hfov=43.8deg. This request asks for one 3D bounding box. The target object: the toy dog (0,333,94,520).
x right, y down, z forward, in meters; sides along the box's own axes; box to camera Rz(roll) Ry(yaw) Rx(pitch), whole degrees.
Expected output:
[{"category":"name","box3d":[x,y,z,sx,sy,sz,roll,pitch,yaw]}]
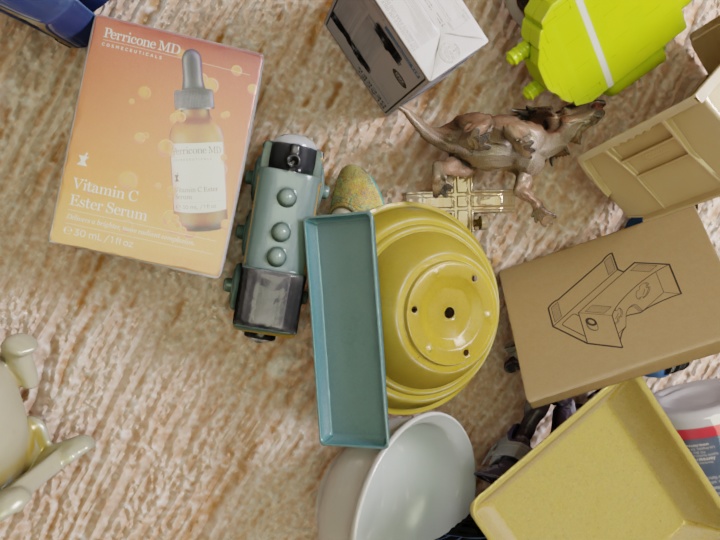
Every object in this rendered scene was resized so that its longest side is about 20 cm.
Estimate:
[{"category":"toy dog","box3d":[-0.361,0.116,0.788,0.193,0.139,0.201,-23,98,30]}]

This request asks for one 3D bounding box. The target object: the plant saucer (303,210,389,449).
[{"category":"plant saucer","box3d":[-0.009,0.051,0.771,0.069,0.019,0.202,-3,92,30]}]

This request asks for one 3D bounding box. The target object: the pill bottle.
[{"category":"pill bottle","box3d":[0.359,0.220,0.894,0.119,0.120,0.202,-16,94,-7]}]

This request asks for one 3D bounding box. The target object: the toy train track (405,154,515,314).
[{"category":"toy train track","box3d":[0.106,-0.026,0.895,0.114,0.033,0.202,-3,93,-8]}]

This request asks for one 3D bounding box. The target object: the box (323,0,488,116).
[{"category":"box","box3d":[0.033,-0.212,0.795,0.060,0.200,0.117,-36,97,-5]}]

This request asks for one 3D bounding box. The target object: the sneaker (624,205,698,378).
[{"category":"sneaker","box3d":[0.314,0.009,0.916,0.082,0.071,0.201,7,88,-31]}]

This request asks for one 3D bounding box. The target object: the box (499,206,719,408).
[{"category":"box","box3d":[0.237,0.031,0.831,0.199,0.164,0.021,-20,132,15]}]

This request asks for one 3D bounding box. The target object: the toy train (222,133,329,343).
[{"category":"toy train","box3d":[-0.075,-0.029,0.828,0.085,0.114,0.202,11,90,-9]}]

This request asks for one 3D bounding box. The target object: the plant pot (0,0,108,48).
[{"category":"plant pot","box3d":[-0.281,-0.307,0.754,0.199,0.200,0.181,25,94,-9]}]

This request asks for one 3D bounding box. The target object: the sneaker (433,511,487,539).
[{"category":"sneaker","box3d":[0.114,0.253,0.846,0.070,0.200,0.079,0,77,33]}]

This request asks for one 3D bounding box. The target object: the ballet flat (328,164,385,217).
[{"category":"ballet flat","box3d":[0.000,0.000,0.859,0.070,0.071,0.202,-14,96,-7]}]

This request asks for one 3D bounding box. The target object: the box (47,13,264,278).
[{"category":"box","box3d":[-0.181,-0.107,0.815,0.151,0.106,0.202,11,90,-8]}]

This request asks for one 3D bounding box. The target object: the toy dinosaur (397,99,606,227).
[{"category":"toy dinosaur","box3d":[0.129,-0.124,0.855,0.198,0.136,0.086,11,127,-1]}]

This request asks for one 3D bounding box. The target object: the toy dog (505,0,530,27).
[{"category":"toy dog","box3d":[0.186,-0.328,0.848,0.192,0.140,0.202,-1,93,0]}]

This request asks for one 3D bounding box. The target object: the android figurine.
[{"category":"android figurine","box3d":[0.223,-0.233,0.813,0.200,0.041,0.182,-38,134,5]}]

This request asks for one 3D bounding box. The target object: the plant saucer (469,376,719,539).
[{"category":"plant saucer","box3d":[0.216,0.223,0.813,0.200,0.048,0.201,-37,98,-12]}]

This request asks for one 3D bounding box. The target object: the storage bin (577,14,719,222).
[{"category":"storage bin","box3d":[0.328,-0.157,0.822,0.094,0.198,0.200,46,72,-6]}]

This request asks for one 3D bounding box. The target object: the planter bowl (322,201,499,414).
[{"category":"planter bowl","box3d":[0.063,0.036,0.812,0.199,0.083,0.202,-1,91,-26]}]

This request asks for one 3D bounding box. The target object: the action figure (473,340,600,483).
[{"category":"action figure","box3d":[0.191,0.128,0.888,0.130,0.069,0.201,31,71,-9]}]

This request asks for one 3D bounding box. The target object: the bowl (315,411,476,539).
[{"category":"bowl","box3d":[0.021,0.224,0.841,0.200,0.090,0.203,-13,107,-51]}]
